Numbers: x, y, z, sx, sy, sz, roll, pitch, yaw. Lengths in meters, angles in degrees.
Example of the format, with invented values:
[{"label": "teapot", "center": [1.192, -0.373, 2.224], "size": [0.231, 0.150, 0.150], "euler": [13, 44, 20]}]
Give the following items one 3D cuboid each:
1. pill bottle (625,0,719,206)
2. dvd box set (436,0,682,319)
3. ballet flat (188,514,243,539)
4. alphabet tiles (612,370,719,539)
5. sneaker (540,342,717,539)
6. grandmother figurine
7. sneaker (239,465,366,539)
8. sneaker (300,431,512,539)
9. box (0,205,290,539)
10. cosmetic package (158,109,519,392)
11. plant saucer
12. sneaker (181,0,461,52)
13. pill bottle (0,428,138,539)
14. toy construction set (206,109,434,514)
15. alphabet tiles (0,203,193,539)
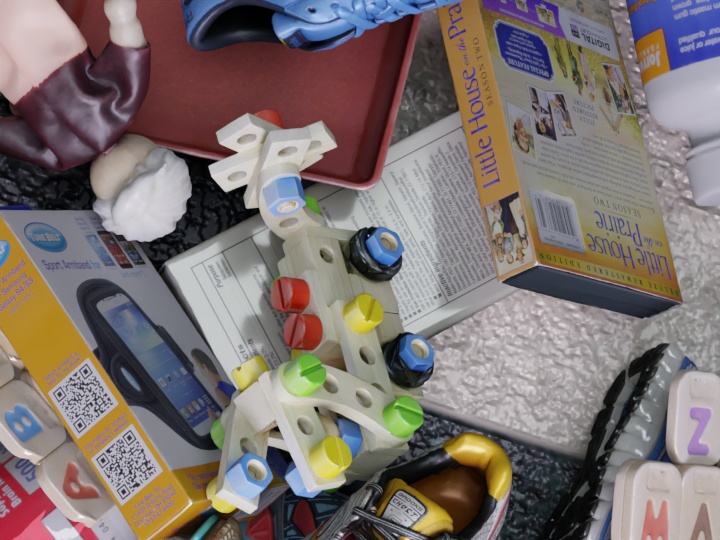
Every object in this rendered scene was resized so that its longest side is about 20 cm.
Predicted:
[{"label": "pill bottle", "center": [0.204, -0.142, 1.473], "size": [0.111, 0.112, 0.201], "euler": [-8, 83, -12]}, {"label": "dvd box set", "center": [0.103, -0.079, 1.423], "size": [0.146, 0.029, 0.201], "euler": [12, 60, -51]}, {"label": "ballet flat", "center": [-0.093, 0.195, 1.333], "size": [0.065, 0.200, 0.070], "euler": [45, 46, 7]}, {"label": "alphabet tiles", "center": [0.200, 0.154, 1.411], "size": [0.199, 0.015, 0.197], "euler": [9, 84, -46]}, {"label": "sneaker", "center": [0.154, 0.140, 1.432], "size": [0.089, 0.079, 0.201], "euler": [32, 68, -9]}, {"label": "grandmother figurine", "center": [-0.154, -0.100, 1.342], "size": [0.200, 0.121, 0.061], "euler": [54, 35, -11]}, {"label": "sneaker", "center": [-0.007, 0.156, 1.346], "size": [0.095, 0.200, 0.079], "euler": [-32, 128, 4]}, {"label": "sneaker", "center": [-0.001, 0.138, 1.268], "size": [0.078, 0.082, 0.200], "euler": [38, 46, 17]}, {"label": "box", "center": [-0.122, 0.040, 1.332], "size": [0.041, 0.119, 0.201], "euler": [-38, 77, 20]}, {"label": "cosmetic package", "center": [0.000, 0.000, 1.433], "size": [0.199, 0.073, 0.104], "euler": [-27, 87, -13]}, {"label": "plant saucer", "center": [-0.066, -0.141, 1.427], "size": [0.199, 0.037, 0.201], "euler": [12, 65, 5]}, {"label": "sneaker", "center": [0.003, -0.142, 1.352], "size": [0.199, 0.066, 0.079], "euler": [-3, 56, 21]}, {"label": "pill bottle", "center": [-0.203, 0.173, 1.349], "size": [0.200, 0.112, 0.112], "euler": [-40, 90, -14]}, {"label": "toy construction set", "center": [-0.027, 0.023, 1.315], "size": [0.131, 0.092, 0.201], "euler": [6, 70, -39]}, {"label": "alphabet tiles", "center": [-0.140, 0.053, 1.351], "size": [0.015, 0.196, 0.200], "euler": [-40, 90, 22]}]
